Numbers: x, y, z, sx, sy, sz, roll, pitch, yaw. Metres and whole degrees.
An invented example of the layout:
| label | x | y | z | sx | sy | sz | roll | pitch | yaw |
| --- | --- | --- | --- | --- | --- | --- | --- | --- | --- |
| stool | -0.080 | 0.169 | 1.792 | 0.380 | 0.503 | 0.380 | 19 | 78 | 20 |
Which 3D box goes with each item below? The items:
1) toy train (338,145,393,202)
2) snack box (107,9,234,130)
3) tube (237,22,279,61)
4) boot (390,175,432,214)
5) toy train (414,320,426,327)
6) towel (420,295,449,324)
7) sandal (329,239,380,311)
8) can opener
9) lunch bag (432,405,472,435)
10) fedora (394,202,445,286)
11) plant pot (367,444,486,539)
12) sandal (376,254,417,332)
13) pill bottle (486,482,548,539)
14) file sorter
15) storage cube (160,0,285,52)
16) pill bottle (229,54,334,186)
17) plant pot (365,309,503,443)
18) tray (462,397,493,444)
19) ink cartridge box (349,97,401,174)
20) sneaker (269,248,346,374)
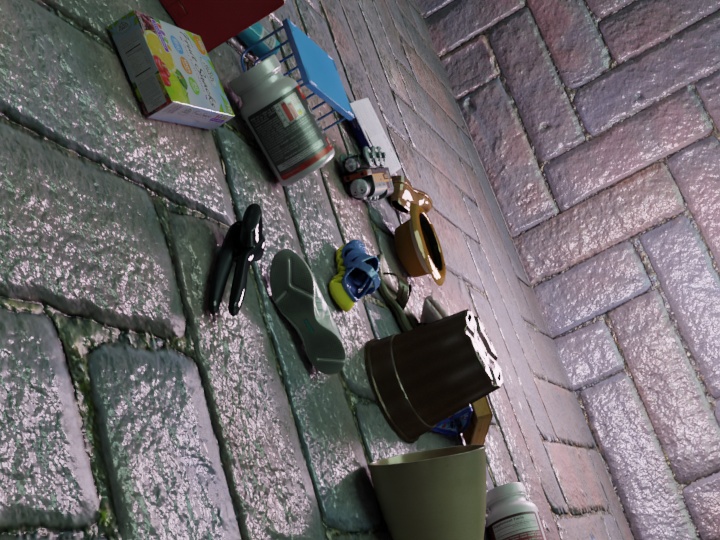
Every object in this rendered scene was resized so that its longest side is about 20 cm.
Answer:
| label | x | y | z | sx | sy | sz | roll | pitch | yaw |
| --- | --- | --- | --- | --- | --- | --- | --- | --- | --- |
| toy train | 0.016 | -0.210 | 2.059 | 0.200 | 0.084 | 0.116 | -24 | 98 | -72 |
| snack box | -0.273 | -0.289 | 1.374 | 0.145 | 0.052 | 0.200 | 67 | 17 | 5 |
| tube | -0.231 | -0.475 | 1.766 | 0.200 | 0.050 | 0.078 | 41 | 24 | -42 |
| boot | 0.123 | -0.169 | 2.350 | 0.199 | 0.072 | 0.077 | 26 | 59 | -57 |
| toy train | 0.165 | 0.191 | 2.016 | 0.202 | 0.034 | 0.046 | 57 | 29 | -22 |
| towel | 0.193 | 0.148 | 1.963 | 0.192 | 0.032 | 0.200 | 51 | -10 | 13 |
| sandal | 0.000 | 0.000 | 1.714 | 0.080 | 0.086 | 0.201 | 54 | 19 | -23 |
| can opener | -0.174 | -0.009 | 1.278 | 0.202 | 0.062 | 0.080 | -78 | 166 | -49 |
| lunch bag | 0.171 | 0.246 | 1.890 | 0.200 | 0.093 | 0.153 | 50 | 17 | -68 |
| fedora | 0.131 | -0.052 | 2.166 | 0.202 | 0.080 | 0.203 | 56 | 23 | -37 |
| plant pot | 0.116 | 0.381 | 1.421 | 0.187 | 0.184 | 0.205 | 11 | 69 | -68 |
| sandal | 0.086 | 0.052 | 1.932 | 0.203 | 0.057 | 0.080 | 61 | 18 | -12 |
| pill bottle | 0.313 | 0.531 | 1.845 | 0.113 | 0.111 | 0.203 | 38 | 31 | -53 |
| file sorter | -0.121 | -0.353 | 1.782 | 0.199 | 0.121 | 0.141 | 24 | 42 | -64 |
| storage cube | -0.237 | -0.504 | 1.563 | 0.201 | 0.177 | 0.172 | 55 | 20 | -29 |
| pill bottle | -0.138 | -0.260 | 1.618 | 0.202 | 0.114 | 0.116 | 60 | 18 | -13 |
| plant pot | 0.140 | 0.180 | 1.689 | 0.201 | 0.196 | 0.202 | 53 | 21 | -31 |
| tray | 0.231 | 0.292 | 1.915 | 0.201 | 0.036 | 0.100 | 88 | -13 | -61 |
| ink cartridge box | 0.023 | -0.319 | 2.284 | 0.199 | 0.043 | 0.200 | 64 | 20 | -6 |
| sneaker | -0.084 | 0.063 | 1.441 | 0.080 | 0.069 | 0.204 | -91 | 156 | -84 |
